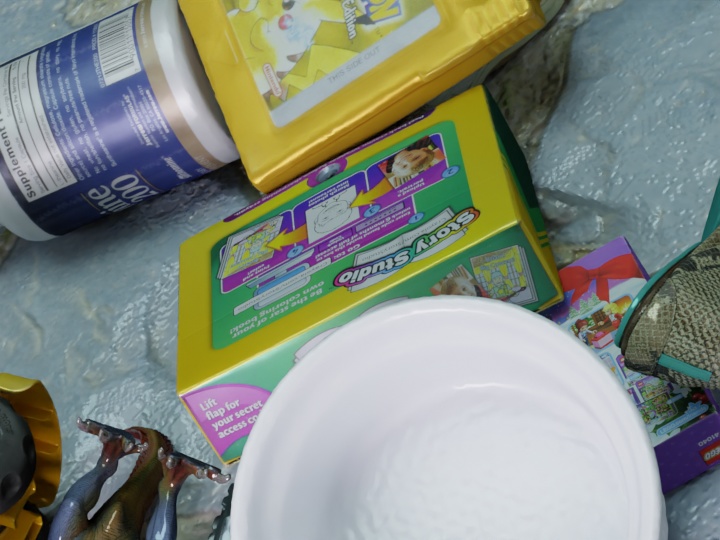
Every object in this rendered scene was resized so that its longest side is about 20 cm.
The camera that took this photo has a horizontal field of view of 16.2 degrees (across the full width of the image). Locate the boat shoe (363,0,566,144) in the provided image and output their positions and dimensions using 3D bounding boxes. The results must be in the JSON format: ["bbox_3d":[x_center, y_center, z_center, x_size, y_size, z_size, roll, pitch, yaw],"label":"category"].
[{"bbox_3d":[0.037,-0.127,1.467,0.074,0.066,0.200,26,70,44],"label":"boat shoe"}]

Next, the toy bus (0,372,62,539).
[{"bbox_3d":[-0.271,0.140,1.327,0.191,0.136,0.201,16,57,9],"label":"toy bus"}]

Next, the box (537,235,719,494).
[{"bbox_3d":[0.076,0.084,1.273,0.199,0.039,0.137,-30,43,8],"label":"box"}]

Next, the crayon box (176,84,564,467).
[{"bbox_3d":[0.000,0.000,1.354,0.199,0.058,0.173,-27,27,10],"label":"crayon box"}]

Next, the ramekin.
[{"bbox_3d":[0.048,0.121,1.169,0.199,0.098,0.202,-5,73,16],"label":"ramekin"}]

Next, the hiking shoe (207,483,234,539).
[{"bbox_3d":[-0.040,0.181,1.256,0.086,0.075,0.201,9,50,6],"label":"hiking shoe"}]

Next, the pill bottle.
[{"bbox_3d":[-0.174,-0.084,1.534,0.199,0.111,0.111,-22,44,15],"label":"pill bottle"}]

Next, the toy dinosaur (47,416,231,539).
[{"bbox_3d":[-0.130,0.180,1.321,0.104,0.200,0.183,19,90,10],"label":"toy dinosaur"}]

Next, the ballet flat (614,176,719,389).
[{"bbox_3d":[0.188,0.001,1.243,0.075,0.068,0.200,26,37,10],"label":"ballet flat"}]

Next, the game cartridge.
[{"bbox_3d":[-0.005,-0.165,1.440,0.199,0.032,0.177,-33,61,17],"label":"game cartridge"}]
